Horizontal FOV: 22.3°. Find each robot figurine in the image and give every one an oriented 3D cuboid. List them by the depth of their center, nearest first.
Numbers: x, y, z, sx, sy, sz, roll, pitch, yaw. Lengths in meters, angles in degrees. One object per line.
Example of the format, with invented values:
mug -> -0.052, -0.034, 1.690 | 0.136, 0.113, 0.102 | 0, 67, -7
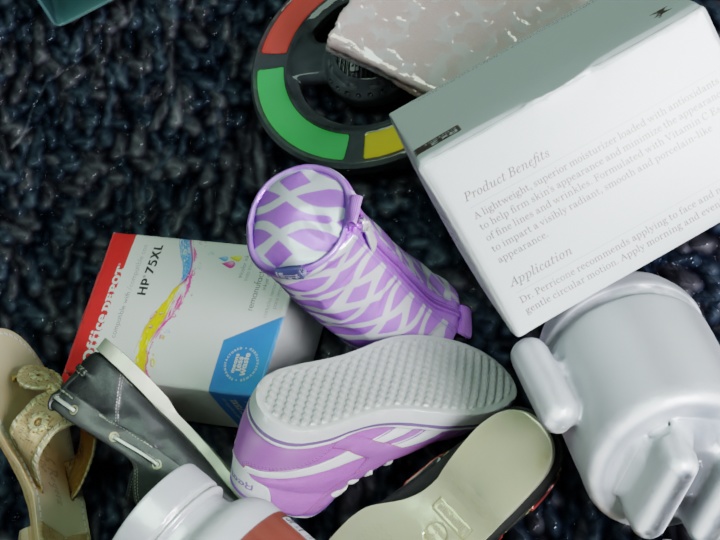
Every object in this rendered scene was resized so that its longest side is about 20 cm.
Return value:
robot figurine -> 0.176, 0.078, 1.137 | 0.201, 0.169, 0.113 | -107, 37, -51

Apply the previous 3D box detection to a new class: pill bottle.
pill bottle -> -0.059, 0.215, 1.132 | 0.200, 0.112, 0.112 | 38, 79, 13

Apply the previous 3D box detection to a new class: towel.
towel -> 0.098, -0.200, 1.348 | 0.190, 0.032, 0.201 | 26, 70, 9

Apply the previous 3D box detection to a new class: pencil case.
pencil case -> 0.000, 0.000, 1.213 | 0.085, 0.200, 0.084 | -11, 64, 21

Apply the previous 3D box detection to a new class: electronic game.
electronic game -> 0.010, -0.161, 1.392 | 0.199, 0.042, 0.201 | -9, 60, 16

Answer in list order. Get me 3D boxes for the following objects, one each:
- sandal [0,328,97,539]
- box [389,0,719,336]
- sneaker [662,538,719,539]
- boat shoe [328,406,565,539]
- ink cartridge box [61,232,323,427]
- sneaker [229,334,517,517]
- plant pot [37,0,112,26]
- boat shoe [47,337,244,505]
sandal -> -0.205, 0.128, 1.275 | 0.069, 0.077, 0.213 | -27, 67, 29
box -> 0.140, -0.081, 1.189 | 0.198, 0.131, 0.200 | -29, 14, 3
sneaker -> 0.142, 0.194, 1.124 | 0.199, 0.071, 0.080 | -22, 61, 9
boat shoe -> 0.051, 0.165, 1.184 | 0.201, 0.063, 0.074 | -41, 74, 11
ink cartridge box -> -0.133, 0.042, 1.316 | 0.199, 0.067, 0.117 | 5, 64, 24
sneaker -> 0.003, 0.108, 1.218 | 0.199, 0.115, 0.073 | -5, 46, -27
plant pot -> -0.241, -0.343, 1.535 | 0.141, 0.142, 0.201 | -25, 49, 6
boat shoe -> -0.125, 0.139, 1.228 | 0.068, 0.072, 0.200 | -43, 85, -12
